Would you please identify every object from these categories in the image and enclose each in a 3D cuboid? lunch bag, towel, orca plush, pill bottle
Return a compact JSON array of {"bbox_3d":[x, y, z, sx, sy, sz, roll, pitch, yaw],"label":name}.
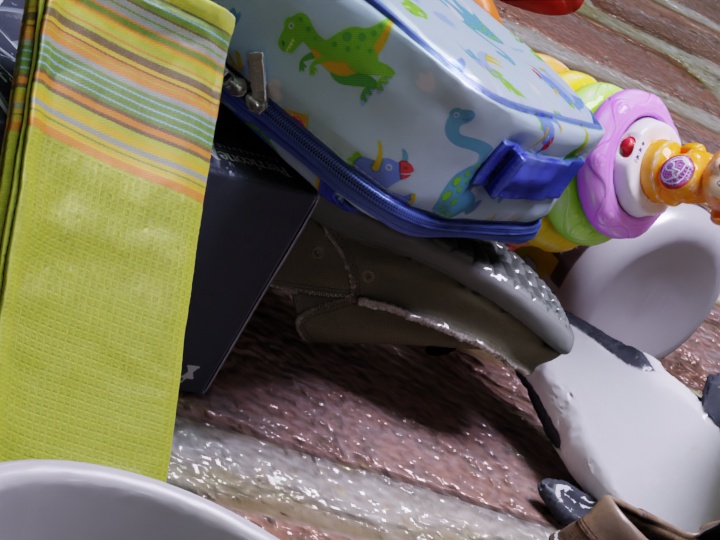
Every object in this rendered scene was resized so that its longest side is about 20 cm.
[{"bbox_3d":[0.013,-0.080,0.814,0.161,0.083,0.200,40,14,16],"label":"lunch bag"},{"bbox_3d":[-0.087,-0.011,0.673,0.086,0.201,0.018,20,-20,-41],"label":"towel"},{"bbox_3d":[0.113,0.086,0.916,0.200,0.071,0.105,30,63,25],"label":"orca plush"},{"bbox_3d":[0.105,-0.040,1.084,0.109,0.109,0.200,12,28,-42],"label":"pill bottle"}]

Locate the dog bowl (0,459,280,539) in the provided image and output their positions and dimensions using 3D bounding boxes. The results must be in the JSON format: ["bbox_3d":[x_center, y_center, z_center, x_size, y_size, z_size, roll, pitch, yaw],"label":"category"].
[{"bbox_3d":[-0.059,0.129,0.543,0.199,0.059,0.200,26,21,-11],"label":"dog bowl"}]

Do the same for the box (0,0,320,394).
[{"bbox_3d":[-0.151,-0.055,0.768,0.199,0.104,0.182,10,30,-44],"label":"box"}]

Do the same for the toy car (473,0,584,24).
[{"bbox_3d":[0.051,-0.189,1.049,0.149,0.201,0.175,2,-4,-1],"label":"toy car"}]

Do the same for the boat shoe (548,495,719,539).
[{"bbox_3d":[0.155,0.140,0.790,0.199,0.073,0.072,19,23,-35],"label":"boat shoe"}]

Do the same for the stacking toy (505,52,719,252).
[{"bbox_3d":[0.110,-0.049,0.927,0.199,0.116,0.110,11,-23,43],"label":"stacking toy"}]

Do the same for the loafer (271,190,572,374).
[{"bbox_3d":[0.000,0.000,0.885,0.199,0.070,0.075,26,14,-3],"label":"loafer"}]
